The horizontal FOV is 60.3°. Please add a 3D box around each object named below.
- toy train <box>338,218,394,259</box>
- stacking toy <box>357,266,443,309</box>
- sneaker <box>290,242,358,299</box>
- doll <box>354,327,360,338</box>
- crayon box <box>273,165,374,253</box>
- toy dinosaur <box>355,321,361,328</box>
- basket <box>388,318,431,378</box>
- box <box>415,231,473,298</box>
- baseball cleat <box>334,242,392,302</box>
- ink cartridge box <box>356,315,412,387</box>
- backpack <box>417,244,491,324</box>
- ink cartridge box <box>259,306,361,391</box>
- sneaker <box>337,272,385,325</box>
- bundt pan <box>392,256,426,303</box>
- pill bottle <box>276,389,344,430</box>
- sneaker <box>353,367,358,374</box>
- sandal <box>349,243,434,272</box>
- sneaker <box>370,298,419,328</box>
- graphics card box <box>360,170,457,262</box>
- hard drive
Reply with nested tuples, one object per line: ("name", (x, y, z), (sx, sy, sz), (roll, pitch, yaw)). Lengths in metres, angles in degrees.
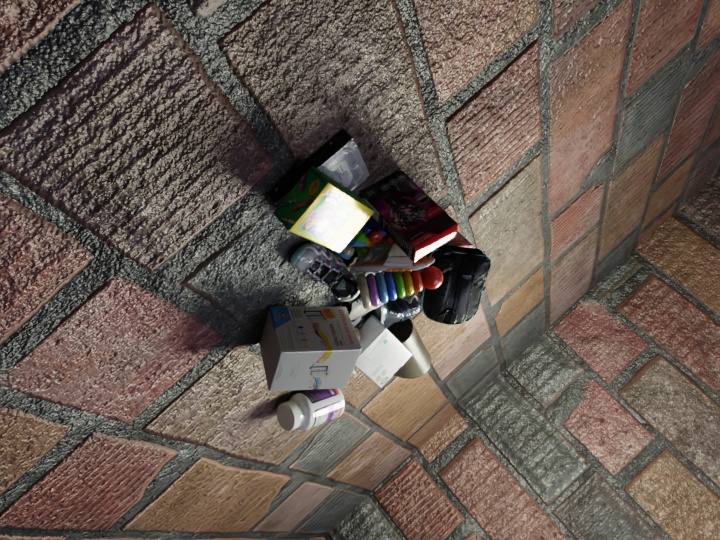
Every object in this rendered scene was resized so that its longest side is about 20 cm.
("toy train", (0.034, -0.075, 1.482), (0.116, 0.085, 0.199), (-45, 154, 26))
("stacking toy", (0.096, 0.031, 1.463), (0.199, 0.086, 0.086), (-12, 148, 0))
("sneaker", (-0.063, 0.013, 1.401), (0.078, 0.140, 0.200), (-50, 152, 15))
("doll", (-0.093, 0.149, 1.612), (0.199, 0.049, 0.136), (21, 140, -39))
("crayon box", (-0.067, -0.115, 1.229), (0.119, 0.058, 0.200), (-49, 152, 10))
("toy dinosaur", (-0.034, 0.172, 1.770), (0.088, 0.047, 0.201), (-34, 155, -30))
("basket", (0.126, 0.231, 1.943), (0.136, 0.179, 0.200), (-59, 153, -25))
("box", (0.213, -0.024, 1.758), (0.094, 0.103, 0.201), (-4, 132, -50))
("baseball cleat", (0.000, 0.000, 1.566), (0.200, 0.070, 0.106), (-45, -171, -25))
("ink cartridge box", (0.053, 0.238, 1.750), (0.136, 0.076, 0.200), (-46, 132, -3))
("backpack", (0.233, 0.035, 1.622), (0.175, 0.153, 0.201), (6, 99, -9))
("ink cartridge box", (-0.123, 0.185, 1.487), (0.199, 0.148, 0.145), (1, 132, -23))
("sneaker", (0.008, 0.076, 1.659), (0.200, 0.074, 0.080), (-45, 150, 2))
("bundt pan", (0.116, -0.022, 1.584), (0.202, 0.075, 0.203), (15, 90, -90))
("pill bottle", (-0.152, 0.418, 1.881), (0.199, 0.111, 0.112), (-8, 137, -47))
("sneaker", (0.007, 0.246, 1.847), (0.112, 0.078, 0.200), (-29, 165, -4))
("sandal", (0.070, -0.031, 1.457), (0.079, 0.205, 0.060), (-45, 130, -73))
("sneaker", (0.100, 0.102, 1.794), (0.146, 0.077, 0.203), (-26, 159, -8))
("graphics card box", (0.104, -0.123, 1.371), (0.125, 0.200, 0.051), (-30, 150, -21))
("hard drive", (-0.079, -0.171, 1.239), (0.200, 0.038, 0.140), (-41, 153, -6))
